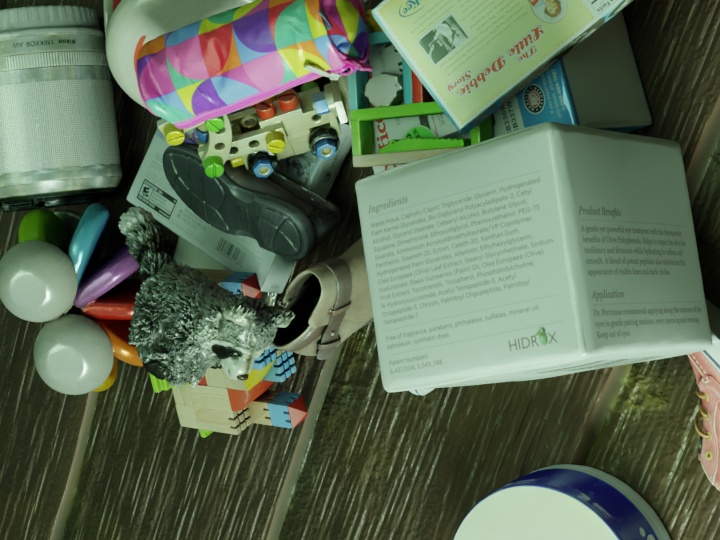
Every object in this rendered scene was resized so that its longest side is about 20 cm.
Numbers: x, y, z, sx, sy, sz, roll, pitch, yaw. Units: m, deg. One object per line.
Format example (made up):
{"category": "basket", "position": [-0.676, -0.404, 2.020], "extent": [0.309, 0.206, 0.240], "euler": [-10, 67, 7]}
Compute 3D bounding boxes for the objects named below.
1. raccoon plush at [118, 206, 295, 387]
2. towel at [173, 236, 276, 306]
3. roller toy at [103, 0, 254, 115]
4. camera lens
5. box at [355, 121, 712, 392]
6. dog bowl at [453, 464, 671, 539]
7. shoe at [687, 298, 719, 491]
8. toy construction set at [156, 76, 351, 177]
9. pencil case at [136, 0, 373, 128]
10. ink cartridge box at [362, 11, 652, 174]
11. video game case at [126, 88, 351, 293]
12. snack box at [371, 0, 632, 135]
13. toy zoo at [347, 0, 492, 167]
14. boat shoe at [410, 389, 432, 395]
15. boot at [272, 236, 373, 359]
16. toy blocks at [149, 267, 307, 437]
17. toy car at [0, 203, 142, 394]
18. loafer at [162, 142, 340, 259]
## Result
{"category": "raccoon plush", "position": [-0.148, 0.011, 1.342], "extent": [0.134, 0.096, 0.202], "euler": [-35, 82, 37]}
{"category": "towel", "position": [-0.143, 0.015, 1.556], "extent": [0.143, 0.023, 0.203], "euler": [26, 109, 33]}
{"category": "roller toy", "position": [-0.148, -0.246, 1.390], "extent": [0.180, 0.201, 0.141], "euler": [-14, 52, 7]}
{"category": "camera lens", "position": [-0.339, -0.168, 1.589], "extent": [0.158, 0.159, 0.203], "euler": [-4, 93, 36]}
{"category": "box", "position": [0.135, -0.005, 1.172], "extent": [0.198, 0.198, 0.174], "euler": [-13, 82, 39]}
{"category": "dog bowl", "position": [0.176, 0.277, 1.321], "extent": [0.198, 0.078, 0.203], "euler": [5, 98, 36]}
{"category": "shoe", "position": [0.294, 0.110, 1.217], "extent": [0.201, 0.071, 0.091], "euler": [50, 115, 15]}
{"category": "toy construction set", "position": [-0.081, -0.144, 1.352], "extent": [0.197, 0.132, 0.093], "euler": [-5, 53, 13]}
{"category": "pencil case", "position": [-0.087, -0.177, 1.232], "extent": [0.198, 0.088, 0.090], "euler": [-14, 88, 28]}
{"category": "ink cartridge box", "position": [0.113, -0.160, 1.270], "extent": [0.198, 0.145, 0.149], "euler": [-19, 84, 36]}
{"category": "video game case", "position": [-0.119, -0.105, 1.491], "extent": [0.199, 0.045, 0.183], "euler": [32, 103, 28]}
{"category": "snack box", "position": [0.120, -0.211, 1.141], "extent": [0.199, 0.037, 0.117], "euler": [-38, 83, 6]}
{"category": "toy zoo", "position": [0.044, -0.188, 1.213], "extent": [0.130, 0.020, 0.203], "euler": [0, 94, 37]}
{"category": "boat shoe", "position": [0.110, 0.036, 1.350], "extent": [0.086, 0.074, 0.204], "euler": [32, 104, 24]}
{"category": "boot", "position": [0.000, 0.000, 1.372], "extent": [0.070, 0.145, 0.201], "euler": [43, 118, 24]}
{"category": "toy blocks", "position": [-0.125, 0.079, 1.457], "extent": [0.135, 0.100, 0.203], "euler": [3, 115, 35]}
{"category": "toy car", "position": [-0.273, 0.019, 1.557], "extent": [0.148, 0.175, 0.202], "euler": [-22, 104, 11]}
{"category": "loafer", "position": [-0.104, -0.071, 1.429], "extent": [0.199, 0.063, 0.073], "euler": [30, 133, 33]}
